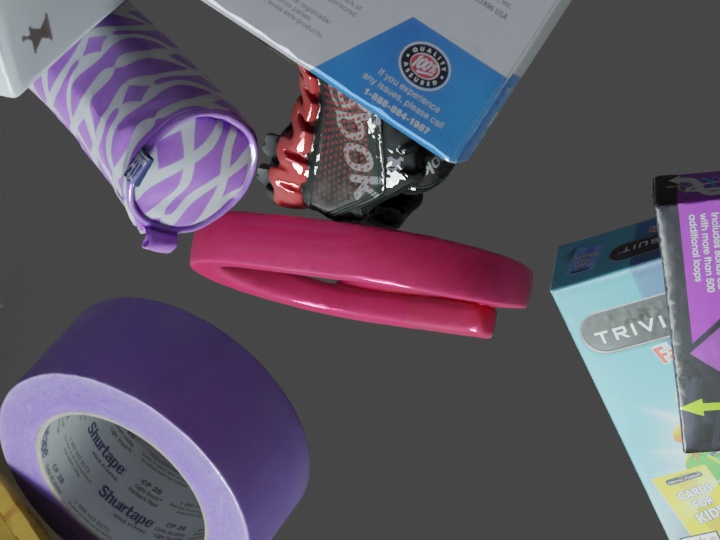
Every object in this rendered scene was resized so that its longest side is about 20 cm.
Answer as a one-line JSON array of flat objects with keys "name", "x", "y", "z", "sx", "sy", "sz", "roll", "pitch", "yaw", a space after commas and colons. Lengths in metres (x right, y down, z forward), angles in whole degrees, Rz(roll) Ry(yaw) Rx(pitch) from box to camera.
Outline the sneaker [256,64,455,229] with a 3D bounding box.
[{"name": "sneaker", "x": 0.011, "y": -0.093, "z": 0.961, "sx": 0.098, "sy": 0.071, "sz": 0.201, "roll": 28, "pitch": 140, "yaw": 12}]

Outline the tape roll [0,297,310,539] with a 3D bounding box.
[{"name": "tape roll", "x": -0.140, "y": 0.122, "z": 1.295, "sx": 0.199, "sy": 0.085, "sz": 0.201, "roll": 19, "pitch": 135, "yaw": 20}]

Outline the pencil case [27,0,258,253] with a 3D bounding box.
[{"name": "pencil case", "x": -0.132, "y": -0.094, "z": 1.041, "sx": 0.200, "sy": 0.084, "sz": 0.086, "roll": 48, "pitch": 120, "yaw": 42}]

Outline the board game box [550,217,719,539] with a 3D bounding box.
[{"name": "board game box", "x": 0.206, "y": 0.059, "z": 0.984, "sx": 0.150, "sy": 0.047, "sz": 0.201, "roll": -18, "pitch": 116, "yaw": 22}]

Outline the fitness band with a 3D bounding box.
[{"name": "fitness band", "x": 0.000, "y": 0.000, "z": 1.061, "sx": 0.199, "sy": 0.038, "sz": 0.143, "roll": 6, "pitch": 169, "yaw": 34}]

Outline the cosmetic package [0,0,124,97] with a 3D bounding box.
[{"name": "cosmetic package", "x": -0.226, "y": -0.214, "z": 0.998, "sx": 0.199, "sy": 0.165, "sz": 0.165, "roll": 14, "pitch": 134, "yaw": 26}]

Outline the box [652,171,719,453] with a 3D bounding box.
[{"name": "box", "x": 0.244, "y": 0.015, "z": 0.900, "sx": 0.199, "sy": 0.036, "sz": 0.144, "roll": -6, "pitch": 119, "yaw": 11}]

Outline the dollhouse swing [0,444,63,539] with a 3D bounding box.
[{"name": "dollhouse swing", "x": -0.293, "y": 0.225, "z": 1.340, "sx": 0.200, "sy": 0.176, "sz": 0.182, "roll": 50, "pitch": 177, "yaw": 20}]

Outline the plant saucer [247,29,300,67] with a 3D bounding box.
[{"name": "plant saucer", "x": -0.005, "y": -0.183, "z": 0.968, "sx": 0.199, "sy": 0.032, "sz": 0.201, "roll": 20, "pitch": 136, "yaw": 21}]

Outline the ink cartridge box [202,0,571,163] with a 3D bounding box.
[{"name": "ink cartridge box", "x": 0.039, "y": -0.168, "z": 0.833, "sx": 0.144, "sy": 0.084, "sz": 0.200, "roll": 34, "pitch": 98, "yaw": 5}]
